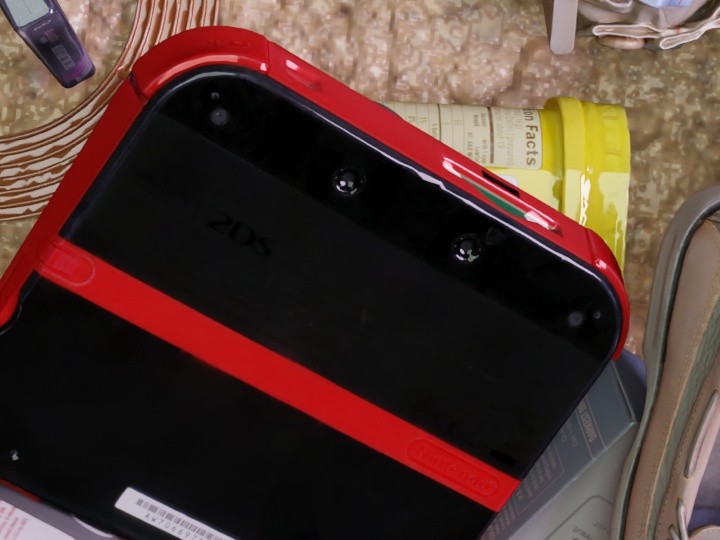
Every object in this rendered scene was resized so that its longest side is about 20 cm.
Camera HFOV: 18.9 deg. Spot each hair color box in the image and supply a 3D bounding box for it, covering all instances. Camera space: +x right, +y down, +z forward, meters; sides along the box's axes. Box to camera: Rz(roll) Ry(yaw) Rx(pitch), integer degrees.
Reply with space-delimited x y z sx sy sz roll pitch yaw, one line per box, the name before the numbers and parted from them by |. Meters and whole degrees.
hair color box | 0.064 0.127 0.838 0.099 0.061 0.200 33 113 -27

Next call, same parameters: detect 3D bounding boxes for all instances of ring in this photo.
ring | -0.157 -0.121 0.899 0.199 0.019 0.201 0 91 -2

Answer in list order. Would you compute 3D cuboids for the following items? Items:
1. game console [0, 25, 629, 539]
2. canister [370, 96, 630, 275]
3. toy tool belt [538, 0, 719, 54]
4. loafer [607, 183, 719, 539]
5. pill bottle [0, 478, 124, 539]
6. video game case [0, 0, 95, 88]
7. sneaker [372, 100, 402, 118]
game console | -0.023 0.028 0.745 0.200 0.031 0.177 29 109 -20
canister | 0.000 0.000 0.869 0.199 0.087 0.149 4 92 -3
toy tool belt | 0.110 -0.183 0.834 0.124 0.123 0.201 16 102 14
loafer | 0.130 0.073 0.742 0.072 0.063 0.201 -4 104 -23
pill bottle | -0.129 0.135 0.758 0.199 0.116 0.116 28 89 -2
video game case | -0.144 -0.140 0.790 0.019 0.200 0.143 -30 91 -4
sneaker | -0.066 0.001 0.787 0.200 0.079 0.076 -37 93 1
